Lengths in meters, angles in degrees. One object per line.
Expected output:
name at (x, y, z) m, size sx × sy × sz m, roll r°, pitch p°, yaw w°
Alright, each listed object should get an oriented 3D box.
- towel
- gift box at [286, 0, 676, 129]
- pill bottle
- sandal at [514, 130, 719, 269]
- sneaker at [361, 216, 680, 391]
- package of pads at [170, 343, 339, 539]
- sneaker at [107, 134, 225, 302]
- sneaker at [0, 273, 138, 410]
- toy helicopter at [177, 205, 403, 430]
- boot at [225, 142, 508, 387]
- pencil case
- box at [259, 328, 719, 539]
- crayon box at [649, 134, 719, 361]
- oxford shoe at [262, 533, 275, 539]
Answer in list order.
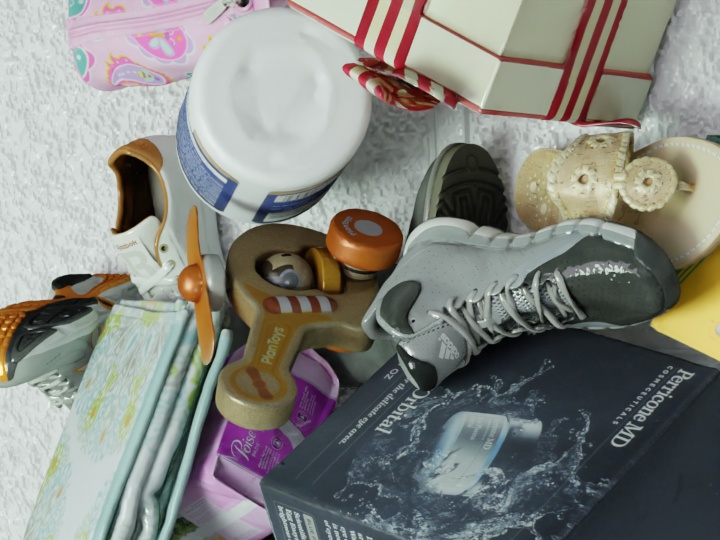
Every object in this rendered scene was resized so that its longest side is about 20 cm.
towel at (-0.148, 0.111, 1.665) m, size 0.171 × 0.048 × 0.201 m, roll -3°, pitch 65°, yaw 69°
gift box at (0.087, -0.175, 1.517) m, size 0.200 × 0.184 × 0.188 m, roll 35°, pitch 112°, yaw 38°
pill bottle at (-0.059, -0.090, 1.641) m, size 0.200 × 0.110 × 0.112 m, roll 136°, pitch 125°, yaw -79°
sandal at (0.131, -0.044, 1.509) m, size 0.211 × 0.069 × 0.078 m, roll 7°, pitch 89°, yaw 62°
sneaker at (0.082, 0.030, 1.490) m, size 0.199 × 0.116 × 0.075 m, roll 2°, pitch 130°, yaw 45°
package of pads at (-0.099, 0.129, 1.704) m, size 0.200 × 0.075 × 0.121 m, roll -36°, pitch 29°, yaw 51°
sneaker at (-0.134, 0.008, 1.780) m, size 0.073 × 0.084 × 0.202 m, roll -21°, pitch 80°, yaw 37°
sneaker at (-0.198, 0.062, 1.779) m, size 0.075 × 0.200 × 0.093 m, roll -1°, pitch 101°, yaw 20°
toy helicopter at (-0.056, 0.027, 1.549) m, size 0.131 × 0.200 × 0.079 m, roll 17°, pitch 122°, yaw 1°
boot at (-0.002, -0.001, 1.683) m, size 0.199 × 0.072 × 0.183 m, roll 13°, pitch 100°, yaw 46°
pencil case at (-0.109, -0.172, 1.752) m, size 0.199 × 0.087 × 0.088 m, roll -5°, pitch 89°, yaw 42°
box at (0.085, 0.131, 1.503) m, size 0.199 × 0.197 × 0.118 m, roll 16°, pitch 135°, yaw 38°
crayon box at (0.267, 0.013, 1.449) m, size 0.199 × 0.058 × 0.120 m, roll 27°, pitch 108°, yaw 37°
oxford shoe at (0.027, 0.198, 1.670) m, size 0.199 × 0.073 × 0.072 m, roll 11°, pitch 66°, yaw 26°
